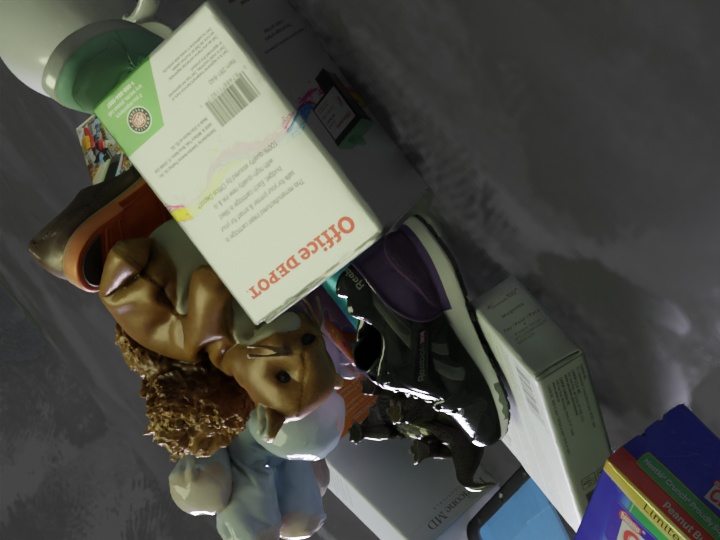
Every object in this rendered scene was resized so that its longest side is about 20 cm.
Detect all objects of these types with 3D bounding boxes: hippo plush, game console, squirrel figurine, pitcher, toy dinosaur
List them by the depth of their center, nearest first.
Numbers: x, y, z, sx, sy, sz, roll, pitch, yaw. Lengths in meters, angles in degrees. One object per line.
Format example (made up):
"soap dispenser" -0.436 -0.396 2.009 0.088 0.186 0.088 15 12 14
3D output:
"squirrel figurine" -0.104 0.058 1.435 0.186 0.141 0.201 40 134 12
"game console" 0.122 0.277 1.502 0.116 0.176 0.200 34 149 3
"pitcher" -0.227 -0.217 1.539 0.200 0.120 0.173 35 126 41
"hippo plush" -0.059 0.126 1.553 0.159 0.161 0.201 29 -141 -27
"toy dinosaur" 0.057 0.129 1.557 0.199 0.102 0.078 14 102 46

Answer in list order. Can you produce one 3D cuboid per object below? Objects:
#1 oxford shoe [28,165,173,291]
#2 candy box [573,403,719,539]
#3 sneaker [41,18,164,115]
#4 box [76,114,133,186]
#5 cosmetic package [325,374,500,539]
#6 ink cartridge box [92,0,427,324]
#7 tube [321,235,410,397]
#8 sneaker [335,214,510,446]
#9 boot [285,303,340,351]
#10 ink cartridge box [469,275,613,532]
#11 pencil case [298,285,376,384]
"oxford shoe" -0.182 -0.061 1.467 0.072 0.200 0.072 19 132 33
"candy box" 0.226 0.209 1.217 0.169 0.077 0.201 46 153 22
"sneaker" -0.142 -0.131 1.403 0.118 0.074 0.199 39 -157 34
"box" -0.172 -0.067 1.571 0.035 0.110 0.201 17 -136 -51
"cosmetic package" 0.029 0.180 1.684 0.200 0.101 0.072 41 160 31
"ink cartridge box" -0.071 -0.086 1.305 0.144 0.084 0.201 -36 94 36
"tube" 0.000 0.000 1.386 0.201 0.077 0.050 55 170 10
"sneaker" 0.038 0.058 1.286 0.076 0.087 0.201 45 163 53
"boot" -0.081 0.038 1.631 0.181 0.073 0.199 10 163 46
"ink cartridge box" 0.117 0.080 1.338 0.174 0.043 0.201 51 168 44
"pencil case" -0.020 0.000 1.475 0.200 0.087 0.088 45 163 25
